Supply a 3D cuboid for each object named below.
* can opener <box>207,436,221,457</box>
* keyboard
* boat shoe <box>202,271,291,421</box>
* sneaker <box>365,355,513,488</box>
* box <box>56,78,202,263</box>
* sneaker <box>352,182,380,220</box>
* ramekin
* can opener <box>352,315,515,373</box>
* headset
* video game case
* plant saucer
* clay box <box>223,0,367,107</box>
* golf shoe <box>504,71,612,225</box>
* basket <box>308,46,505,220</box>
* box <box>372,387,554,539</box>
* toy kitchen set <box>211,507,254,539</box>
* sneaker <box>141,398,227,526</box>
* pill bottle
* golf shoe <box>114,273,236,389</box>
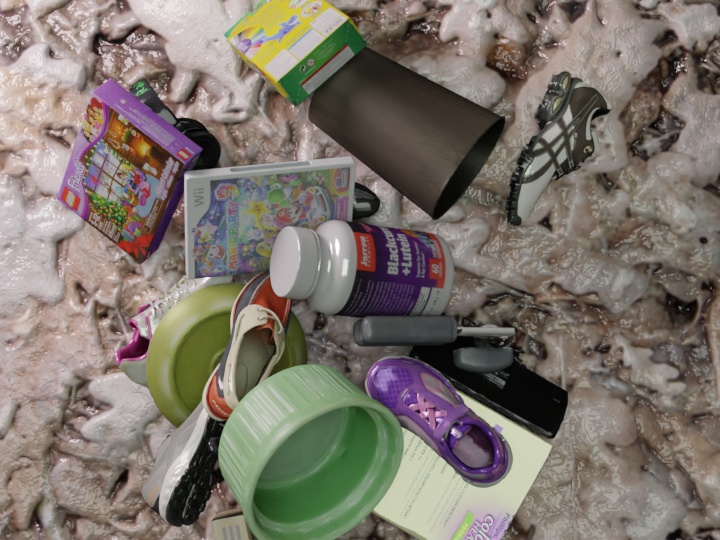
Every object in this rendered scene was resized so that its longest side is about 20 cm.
[{"bbox_3d":[-0.105,0.207,1.540,0.063,0.200,0.079,-43,61,28],"label":"can opener"},{"bbox_3d":[0.159,0.129,1.593,0.200,0.040,0.104,31,50,4],"label":"keyboard"},{"bbox_3d":[-0.120,0.081,1.502,0.071,0.063,0.200,34,56,-18],"label":"boat shoe"},{"bbox_3d":[0.092,0.170,1.484,0.200,0.088,0.081,39,89,3],"label":"sneaker"},{"bbox_3d":[-0.277,-0.113,1.551,0.137,0.200,0.039,37,47,4],"label":"box"},{"bbox_3d":[-0.080,-0.056,1.611,0.199,0.075,0.116,3,116,-16],"label":"sneaker"},{"bbox_3d":[-0.060,0.201,1.450,0.200,0.200,0.098,-46,46,-2],"label":"ramekin"},{"bbox_3d":[0.091,0.087,1.530,0.200,0.053,0.067,0,80,-21],"label":"can opener"},{"bbox_3d":[-0.218,-0.138,1.586,0.094,0.124,0.200,-40,111,-2],"label":"headset"},{"bbox_3d":[-0.107,-0.061,1.540,0.200,0.018,0.143,-6,127,-15],"label":"video game case"},{"bbox_3d":[-0.156,0.115,1.572,0.200,0.031,0.201,-5,105,-19],"label":"plant saucer"},{"bbox_3d":[-0.084,-0.280,1.578,0.115,0.200,0.048,-41,125,-1],"label":"clay box"},{"bbox_3d":[0.243,-0.140,1.600,0.094,0.078,0.200,23,89,1],"label":"golf shoe"},{"bbox_3d":[0.050,-0.176,1.573,0.200,0.180,0.136,34,126,10],"label":"basket"},{"bbox_3d":[0.099,0.234,1.572,0.200,0.097,0.176,29,87,3],"label":"box"},{"bbox_3d":[-0.063,0.364,1.533,0.199,0.163,0.181,-11,87,-1],"label":"toy kitchen set"},{"bbox_3d":[-0.191,0.195,1.525,0.079,0.074,0.200,17,70,41],"label":"sneaker"},{"bbox_3d":[0.000,0.000,1.539,0.200,0.111,0.112,6,87,-27],"label":"pill bottle"},{"bbox_3d":[-0.222,0.053,1.581,0.091,0.075,0.200,29,86,-33],"label":"golf shoe"}]
